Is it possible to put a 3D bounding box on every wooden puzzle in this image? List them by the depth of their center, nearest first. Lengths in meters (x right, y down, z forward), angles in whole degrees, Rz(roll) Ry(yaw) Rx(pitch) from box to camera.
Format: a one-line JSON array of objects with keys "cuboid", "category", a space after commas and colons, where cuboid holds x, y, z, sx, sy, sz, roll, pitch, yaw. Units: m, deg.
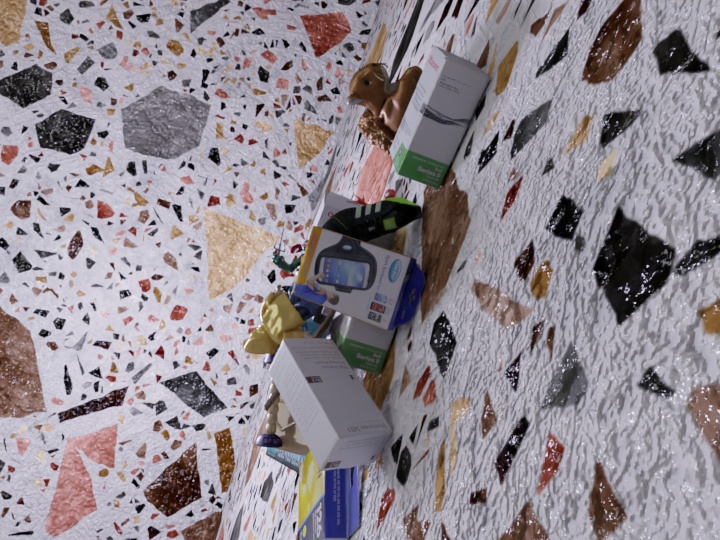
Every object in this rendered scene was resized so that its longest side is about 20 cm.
[{"cuboid": [-0.097, 0.254, 1.164, 0.185, 0.046, 0.201, 2, 79, 35], "category": "wooden puzzle"}]

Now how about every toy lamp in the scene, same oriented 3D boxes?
[{"cuboid": [-0.163, 0.232, 1.153, 0.058, 0.058, 0.201, 156, 121, -76], "category": "toy lamp"}]

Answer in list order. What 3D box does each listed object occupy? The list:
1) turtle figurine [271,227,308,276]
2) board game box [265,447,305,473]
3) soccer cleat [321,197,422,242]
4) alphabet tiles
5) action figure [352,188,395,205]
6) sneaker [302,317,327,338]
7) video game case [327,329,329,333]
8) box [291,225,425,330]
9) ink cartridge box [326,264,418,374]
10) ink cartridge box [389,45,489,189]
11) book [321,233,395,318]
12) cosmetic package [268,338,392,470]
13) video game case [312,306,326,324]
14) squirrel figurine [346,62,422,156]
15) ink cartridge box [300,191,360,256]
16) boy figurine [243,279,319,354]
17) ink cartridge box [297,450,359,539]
[{"cuboid": [-0.114, 0.000, 1.354, 0.101, 0.149, 0.201, 24, -120, -76], "category": "turtle figurine"}, {"cuboid": [-0.124, 0.337, 1.235, 0.200, 0.028, 0.136, 0, 74, 54], "category": "board game box"}, {"cuboid": [0.017, -0.082, 1.046, 0.081, 0.200, 0.068, 18, 127, 55], "category": "soccer cleat"}, {"cuboid": [-0.108, 0.161, 1.066, 0.200, 0.008, 0.167, -55, -3, -18], "category": "alphabet tiles"}, {"cuboid": [0.010, -0.094, 1.312, 0.065, 0.099, 0.200, -79, 13, -71], "category": "action figure"}, {"cuboid": [-0.129, 0.148, 1.402, 0.131, 0.199, 0.080, 123, 144, -80], "category": "sneaker"}, {"cuboid": [-0.051, 0.017, 1.285, 0.143, 0.018, 0.200, 70, -149, -58], "category": "video game case"}, {"cuboid": [-0.002, 0.014, 0.954, 0.041, 0.200, 0.119, 10, -82, -67], "category": "box"}, {"cuboid": [0.016, 0.060, 1.051, 0.145, 0.087, 0.200, -141, 69, -78], "category": "ink cartridge box"}, {"cuboid": [0.128, -0.261, 1.023, 0.146, 0.084, 0.200, -93, 24, -62], "category": "ink cartridge box"}, {"cuboid": [0.000, 0.000, 1.172, 0.134, 0.048, 0.200, 18, -86, -65], "category": "book"}, {"cuboid": [-0.049, 0.193, 0.902, 0.200, 0.102, 0.074, 49, 123, 41], "category": "cosmetic package"}, {"cuboid": [-0.022, -0.004, 1.214, 0.200, 0.025, 0.181, -31, -41, -61], "category": "video game case"}, {"cuboid": [0.056, -0.312, 1.193, 0.200, 0.186, 0.142, 120, 164, -48], "category": "squirrel figurine"}, {"cuboid": [-0.051, -0.066, 1.435, 0.085, 0.144, 0.200, -88, 19, -62], "category": "ink cartridge box"}, {"cuboid": [-0.132, 0.089, 1.106, 0.200, 0.124, 0.064, -48, -24, 11], "category": "boy figurine"}, {"cuboid": [-0.056, 0.364, 0.987, 0.198, 0.047, 0.200, -92, 21, -48], "category": "ink cartridge box"}]
